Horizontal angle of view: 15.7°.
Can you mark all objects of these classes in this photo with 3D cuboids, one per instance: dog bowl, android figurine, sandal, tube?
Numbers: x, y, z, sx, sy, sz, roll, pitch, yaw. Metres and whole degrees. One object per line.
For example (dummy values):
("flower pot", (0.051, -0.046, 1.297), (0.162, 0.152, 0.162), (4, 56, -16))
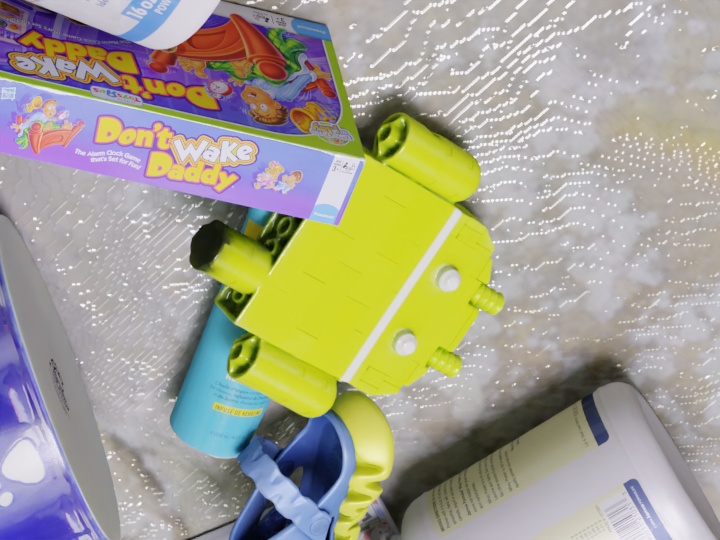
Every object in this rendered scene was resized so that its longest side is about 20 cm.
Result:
("dog bowl", (-0.202, 0.073, 1.448), (0.078, 0.200, 0.201), (-19, 127, 0))
("android figurine", (0.000, 0.000, 1.508), (0.200, 0.041, 0.182), (31, 97, -36))
("sandal", (-0.044, 0.164, 1.593), (0.087, 0.079, 0.201), (-7, 121, -30))
("tube", (-0.054, 0.016, 1.538), (0.077, 0.050, 0.201), (6, 121, -34))

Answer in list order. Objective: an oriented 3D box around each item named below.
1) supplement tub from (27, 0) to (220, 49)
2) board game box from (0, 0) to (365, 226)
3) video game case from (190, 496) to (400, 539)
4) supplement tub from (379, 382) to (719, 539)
("supplement tub", (-0.160, -0.202, 1.299), (0.199, 0.132, 0.132), (19, 120, -24))
("board game box", (-0.106, -0.098, 1.383), (0.199, 0.135, 0.045), (12, 123, -20))
("video game case", (-0.025, 0.228, 1.711), (0.143, 0.018, 0.200), (-23, 127, 5))
("supplement tub", (0.115, 0.176, 1.617), (0.199, 0.145, 0.145), (-31, 126, 8))
